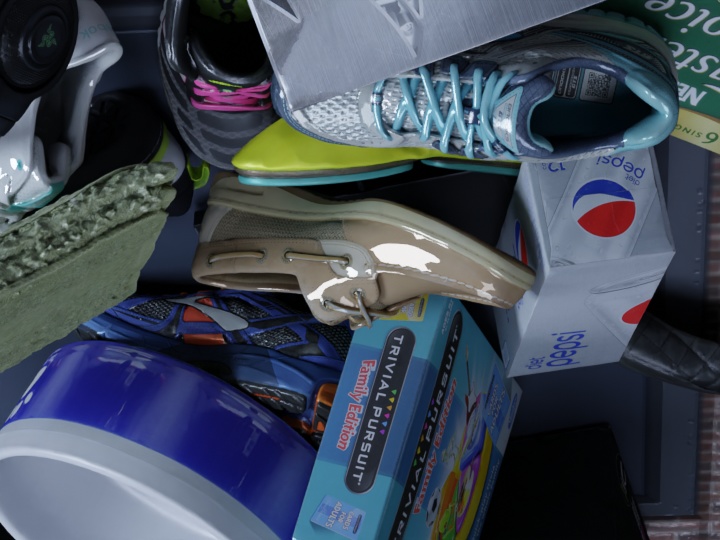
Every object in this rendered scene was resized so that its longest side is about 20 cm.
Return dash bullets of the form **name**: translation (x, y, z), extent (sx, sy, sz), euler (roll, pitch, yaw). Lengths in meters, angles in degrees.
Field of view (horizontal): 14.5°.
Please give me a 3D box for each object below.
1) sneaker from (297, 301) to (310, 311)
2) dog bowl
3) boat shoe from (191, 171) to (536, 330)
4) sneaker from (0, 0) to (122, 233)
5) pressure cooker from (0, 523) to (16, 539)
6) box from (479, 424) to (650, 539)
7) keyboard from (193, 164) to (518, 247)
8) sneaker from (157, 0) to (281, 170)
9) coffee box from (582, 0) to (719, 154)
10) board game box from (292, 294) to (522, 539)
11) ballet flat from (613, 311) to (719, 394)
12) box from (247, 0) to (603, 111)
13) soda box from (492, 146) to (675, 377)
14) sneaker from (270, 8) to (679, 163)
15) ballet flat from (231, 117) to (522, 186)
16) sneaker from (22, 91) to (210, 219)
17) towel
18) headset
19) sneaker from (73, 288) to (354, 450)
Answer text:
- **sneaker**: translation (-0.023, 0.081, 1.643), extent (0.085, 0.078, 0.200), euler (12, 147, -23)
- **dog bowl**: translation (-0.109, 0.129, 1.579), extent (0.199, 0.079, 0.200), euler (22, 152, 13)
- **boat shoe**: translation (0.000, 0.000, 1.444), extent (0.199, 0.065, 0.071), euler (13, 170, 38)
- **sneaker**: translation (-0.181, -0.047, 1.409), extent (0.075, 0.088, 0.201), euler (9, 113, -48)
- **pressure cooker**: translation (-0.180, 0.234, 1.729), extent (0.199, 0.177, 0.179), euler (10, 167, -7)
- **box**: translation (0.097, 0.216, 1.688), extent (0.148, 0.201, 0.125), euler (-9, 136, 13)
- **keyboard**: translation (0.005, -0.042, 1.532), extent (0.199, 0.021, 0.127), euler (-11, 144, 13)
- **sneaker**: translation (-0.066, -0.110, 1.399), extent (0.073, 0.088, 0.200), euler (4, 139, -3)
- **coffee box**: translation (0.184, -0.146, 1.385), extent (0.123, 0.044, 0.200), euler (20, 136, -20)
- **board game box**: translation (0.030, 0.104, 1.547), extent (0.047, 0.152, 0.200), euler (12, 165, 18)
- **ballet flat**: translation (0.210, 0.043, 1.612), extent (0.199, 0.057, 0.066), euler (11, -177, -10)
- **box**: translation (0.035, -0.178, 1.273), extent (0.199, 0.048, 0.159), euler (-18, 95, 17)
- **soda box**: translation (0.113, -0.003, 1.478), extent (0.068, 0.064, 0.200), euler (-8, 163, -6)
- **sneaker**: translation (0.058, -0.088, 1.342), extent (0.199, 0.086, 0.078), euler (-3, 113, -6)
- **ballet flat**: translation (0.028, -0.078, 1.433), extent (0.199, 0.067, 0.067), euler (-2, 99, -24)
- **sneaker**: translation (-0.173, -0.024, 1.515), extent (0.199, 0.072, 0.083), euler (-20, 136, 23)
- **towel**: translation (-0.180, 0.016, 1.412), extent (0.200, 0.037, 0.148), euler (-32, 169, -20)
- **headset**: translation (-0.192, -0.141, 1.348), extent (0.200, 0.124, 0.094), euler (-50, 150, 10)
- **sneaker**: translation (-0.077, 0.040, 1.572), extent (0.199, 0.079, 0.075), euler (15, 149, 25)
